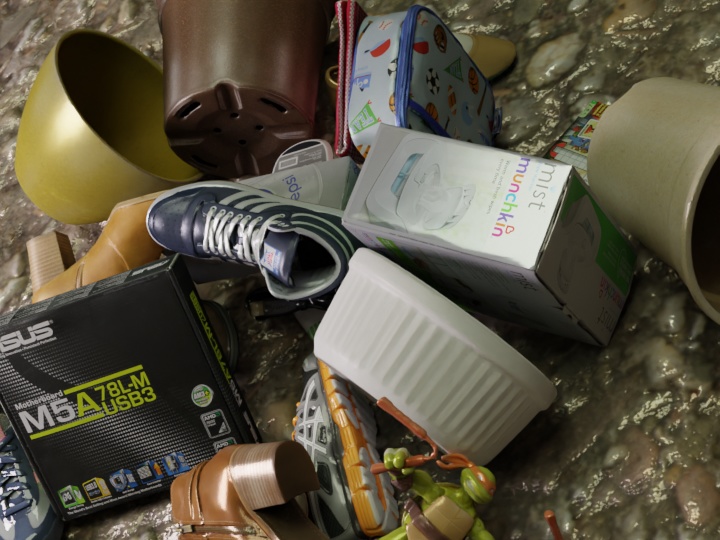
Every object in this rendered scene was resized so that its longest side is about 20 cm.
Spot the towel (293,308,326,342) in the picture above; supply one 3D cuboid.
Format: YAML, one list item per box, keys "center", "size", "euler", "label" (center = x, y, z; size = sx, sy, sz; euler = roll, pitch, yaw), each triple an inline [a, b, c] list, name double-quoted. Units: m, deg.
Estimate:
- center: [0.000, 0.000, 1.520]
  size: [0.152, 0.023, 0.200]
  euler: [-36, 44, -3]
  label: "towel"

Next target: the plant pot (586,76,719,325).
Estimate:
- center: [0.289, -0.072, 1.326]
  size: [0.200, 0.201, 0.183]
  euler: [-41, 33, -9]
  label: "plant pot"

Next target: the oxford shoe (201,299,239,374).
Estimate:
- center: [-0.183, 0.052, 1.519]
  size: [0.200, 0.084, 0.073]
  euler: [31, 111, 47]
  label: "oxford shoe"

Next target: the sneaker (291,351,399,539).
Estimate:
- center: [-0.029, 0.148, 1.368]
  size: [0.077, 0.078, 0.200]
  euler: [-30, 42, 15]
  label: "sneaker"

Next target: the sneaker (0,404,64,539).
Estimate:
- center: [-0.325, 0.180, 1.494]
  size: [0.070, 0.082, 0.200]
  euler: [-28, 44, 3]
  label: "sneaker"

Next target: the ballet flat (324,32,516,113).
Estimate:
- center: [0.057, -0.205, 1.643]
  size: [0.200, 0.063, 0.069]
  euler: [-18, 43, 14]
  label: "ballet flat"

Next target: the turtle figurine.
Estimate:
- center: [0.045, 0.196, 1.236]
  size: [0.161, 0.200, 0.064]
  euler: [-46, 18, 5]
  label: "turtle figurine"

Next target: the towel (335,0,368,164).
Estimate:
- center: [-0.007, -0.174, 1.535]
  size: [0.022, 0.200, 0.145]
  euler: [2, 92, 6]
  label: "towel"

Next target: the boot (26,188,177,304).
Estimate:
- center: [-0.203, 0.015, 1.468]
  size: [0.201, 0.071, 0.144]
  euler: [-20, 81, 15]
  label: "boot"

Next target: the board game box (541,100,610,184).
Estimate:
- center: [0.193, -0.068, 1.477]
  size: [0.105, 0.023, 0.200]
  euler: [27, 68, 39]
  label: "board game box"

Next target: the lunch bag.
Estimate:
- center: [0.063, -0.133, 1.479]
  size: [0.075, 0.200, 0.161]
  euler: [-10, 61, 28]
  label: "lunch bag"

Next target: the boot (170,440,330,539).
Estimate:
- center: [-0.084, 0.241, 1.313]
  size: [0.155, 0.074, 0.200]
  euler: [-22, 73, 46]
  label: "boot"

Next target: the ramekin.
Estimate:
- center: [0.052, 0.077, 1.305]
  size: [0.202, 0.202, 0.094]
  euler: [32, 83, 43]
  label: "ramekin"

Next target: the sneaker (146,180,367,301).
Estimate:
- center: [-0.095, -0.026, 1.370]
  size: [0.200, 0.070, 0.109]
  euler: [8, 18, 8]
  label: "sneaker"

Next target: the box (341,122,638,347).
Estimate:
- center: [0.110, -0.024, 1.329]
  size: [0.176, 0.200, 0.097]
  euler: [14, 77, 29]
  label: "box"

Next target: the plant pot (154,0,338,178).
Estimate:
- center: [-0.121, -0.215, 1.671]
  size: [0.200, 0.200, 0.199]
  euler: [-13, 55, 18]
  label: "plant pot"

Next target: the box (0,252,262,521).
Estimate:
- center: [-0.212, 0.105, 1.424]
  size: [0.200, 0.193, 0.048]
  euler: [-18, 19, 13]
  label: "box"

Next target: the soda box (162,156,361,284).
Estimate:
- center: [-0.083, -0.044, 1.489]
  size: [0.200, 0.068, 0.064]
  euler: [-10, 54, 28]
  label: "soda box"

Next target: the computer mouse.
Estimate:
- center: [-0.050, -0.038, 1.541]
  size: [0.109, 0.044, 0.200]
  euler: [-14, 51, 27]
  label: "computer mouse"

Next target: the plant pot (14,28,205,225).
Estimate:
- center: [-0.278, -0.130, 1.691]
  size: [0.142, 0.200, 0.200]
  euler: [-40, 38, 27]
  label: "plant pot"
